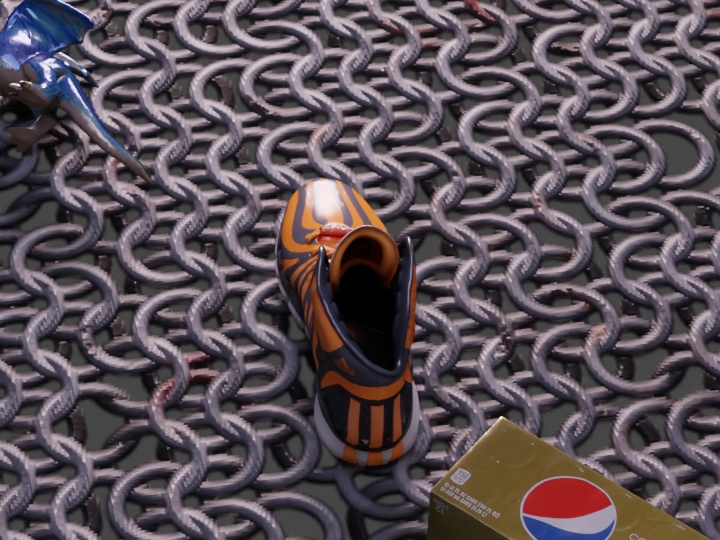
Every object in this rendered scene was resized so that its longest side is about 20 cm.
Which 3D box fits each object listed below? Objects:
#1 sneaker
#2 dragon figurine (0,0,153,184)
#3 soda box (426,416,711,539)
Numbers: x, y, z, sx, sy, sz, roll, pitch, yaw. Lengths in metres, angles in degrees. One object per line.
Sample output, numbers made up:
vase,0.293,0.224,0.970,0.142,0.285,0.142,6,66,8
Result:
sneaker,0.000,0.000,1.545,0.077,0.112,0.200,-7,48,-11
dragon figurine,-0.194,-0.127,1.690,0.200,0.059,0.099,22,50,18
soda box,0.132,0.160,1.436,0.200,0.064,0.068,30,53,23
